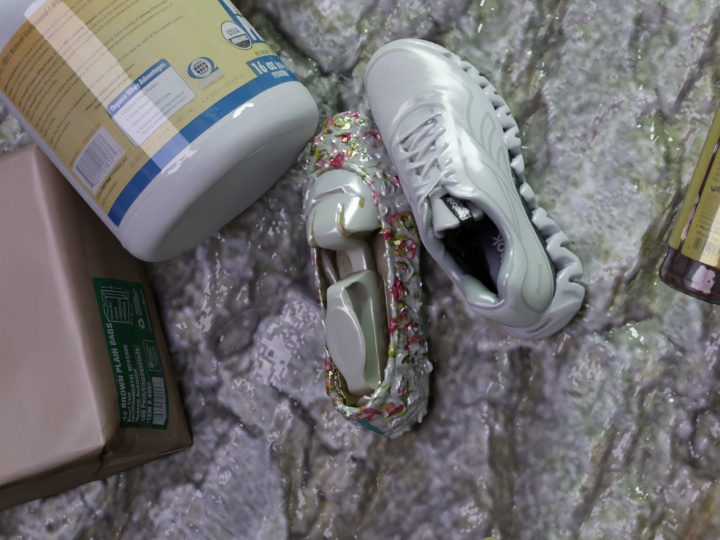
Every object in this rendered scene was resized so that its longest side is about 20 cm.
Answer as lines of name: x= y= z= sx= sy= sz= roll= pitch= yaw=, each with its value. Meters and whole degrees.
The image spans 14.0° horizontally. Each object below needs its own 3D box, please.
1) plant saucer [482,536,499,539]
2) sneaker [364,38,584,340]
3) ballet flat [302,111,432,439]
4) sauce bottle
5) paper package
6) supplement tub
plant saucer: x=0.122 y=0.279 z=1.658 sx=0.200 sy=0.048 sz=0.200 roll=27 pitch=102 yaw=29
sneaker: x=0.056 y=-0.052 z=1.693 sx=0.075 sy=0.081 sz=0.200 roll=-39 pitch=68 yaw=25
ballet flat: x=0.000 y=0.000 z=1.732 sx=0.076 sy=0.064 sz=0.200 roll=-17 pitch=79 yaw=29
sauce bottle: x=0.225 y=-0.078 z=1.603 sx=0.065 sy=0.065 sz=0.200 roll=26 pitch=102 yaw=28
paper package: x=-0.224 y=0.040 z=1.838 sx=0.191 sy=0.103 sz=0.200 roll=-20 pitch=77 yaw=28
supplement tub: x=-0.138 y=-0.121 z=1.752 sx=0.145 sy=0.145 sz=0.200 roll=-44 pitch=80 yaw=21
